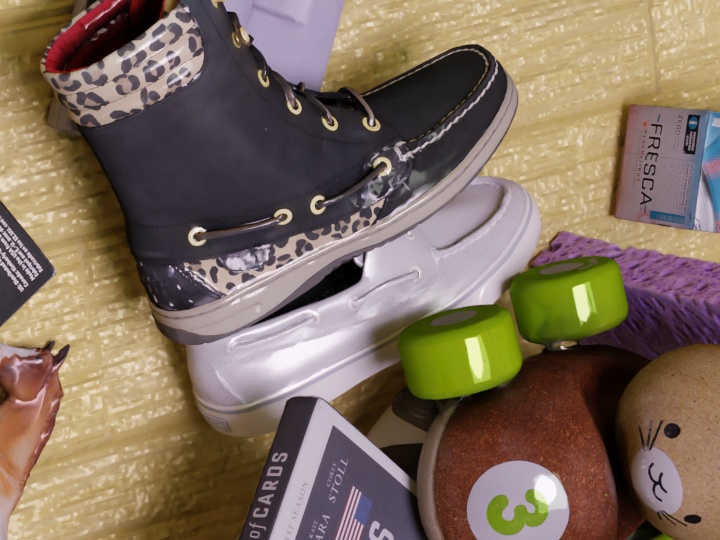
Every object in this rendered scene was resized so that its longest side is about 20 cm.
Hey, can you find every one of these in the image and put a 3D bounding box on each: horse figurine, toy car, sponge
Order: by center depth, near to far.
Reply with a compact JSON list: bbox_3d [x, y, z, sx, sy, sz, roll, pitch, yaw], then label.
[{"bbox_3d":[-0.184,0.125,0.982,0.132,0.050,0.201,10,69,-46],"label":"horse figurine"},{"bbox_3d":[0.139,0.085,1.018,0.157,0.199,0.165,-23,103,-43],"label":"toy car"},{"bbox_3d":[0.172,0.042,1.125,0.030,0.200,0.112,-42,115,-18],"label":"sponge"}]

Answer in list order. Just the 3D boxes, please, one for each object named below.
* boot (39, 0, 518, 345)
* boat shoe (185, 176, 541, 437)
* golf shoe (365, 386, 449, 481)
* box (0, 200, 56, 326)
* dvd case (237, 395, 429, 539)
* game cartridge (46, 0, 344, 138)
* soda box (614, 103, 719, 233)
[{"bbox_3d":[-0.033,-0.079,1.011,0.203,0.073,0.154,-35,124,-13],"label":"boot"},{"bbox_3d":[0.000,0.000,1.087,0.199,0.072,0.069,-29,128,-16],"label":"boat shoe"},{"bbox_3d":[0.066,0.135,1.157,0.094,0.078,0.200,-42,116,-1],"label":"golf shoe"},{"bbox_3d":[-0.250,0.015,0.885,0.200,0.148,0.125,-45,119,-20],"label":"box"},{"bbox_3d":[0.008,0.171,1.030,0.200,0.025,0.151,44,54,-40],"label":"dvd case"},{"bbox_3d":[-0.062,-0.145,1.052,0.129,0.038,0.201,17,88,-37],"label":"game cartridge"},{"bbox_3d":[0.235,-0.047,1.229,0.199,0.068,0.064,4,94,-34],"label":"soda box"}]
